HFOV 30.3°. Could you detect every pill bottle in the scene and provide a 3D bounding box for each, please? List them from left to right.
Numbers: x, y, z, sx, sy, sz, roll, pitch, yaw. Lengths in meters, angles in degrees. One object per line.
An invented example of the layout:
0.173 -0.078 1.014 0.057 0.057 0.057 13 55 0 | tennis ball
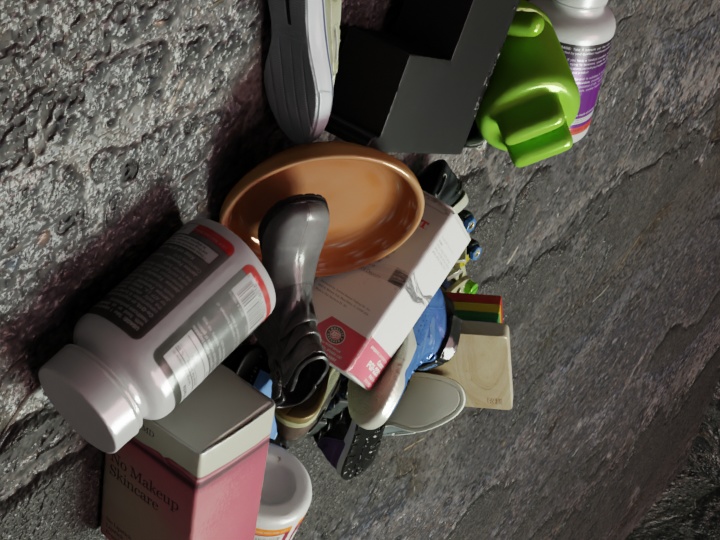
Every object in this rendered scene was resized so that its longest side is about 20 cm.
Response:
-0.178 0.057 1.168 0.200 0.113 0.114 -45 151 -28 | pill bottle
-0.133 0.290 1.480 0.109 0.109 0.201 -32 157 -45 | pill bottle
0.242 -0.259 1.610 0.112 0.112 0.201 -34 145 -42 | pill bottle

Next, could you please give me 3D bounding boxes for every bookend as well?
0.054 -0.224 1.324 0.199 0.092 0.200 -8 122 -58 | bookend

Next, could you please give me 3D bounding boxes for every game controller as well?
-0.110 0.147 1.477 0.105 0.042 0.200 -58 156 -5 | game controller

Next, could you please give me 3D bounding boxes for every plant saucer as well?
-0.038 -0.061 1.278 0.198 0.038 0.201 -8 149 -5 | plant saucer

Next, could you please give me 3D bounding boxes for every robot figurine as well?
0.170 -0.213 1.456 0.115 0.201 0.176 -22 144 11 | robot figurine

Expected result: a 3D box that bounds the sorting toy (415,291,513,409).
0.087 0.090 1.629 0.200 0.197 0.070 76 21 -59 | sorting toy

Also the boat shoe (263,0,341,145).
-0.043 -0.205 1.189 0.062 0.072 0.201 -36 143 -36 | boat shoe

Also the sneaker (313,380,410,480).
-0.009 0.152 1.597 0.075 0.088 0.201 -13 135 -46 | sneaker

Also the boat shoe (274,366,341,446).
-0.057 0.111 1.469 0.200 0.073 0.065 -61 172 -51 | boat shoe

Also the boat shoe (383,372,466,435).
0.050 0.169 1.655 0.062 0.199 0.074 1 74 -59 | boat shoe

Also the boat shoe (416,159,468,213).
0.044 -0.065 1.511 0.199 0.074 0.067 -33 116 -30 | boat shoe

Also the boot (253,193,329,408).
-0.055 0.033 1.251 0.069 0.132 0.201 -7 145 -19 | boot

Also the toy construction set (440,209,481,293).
0.096 -0.007 1.651 0.131 0.092 0.200 -49 164 -20 | toy construction set

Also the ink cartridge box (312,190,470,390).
0.000 0.000 1.398 0.201 0.145 0.085 -56 153 -6 | ink cartridge box

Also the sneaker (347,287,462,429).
0.055 0.097 1.457 0.111 0.076 0.201 42 51 -39 | sneaker

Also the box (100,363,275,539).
-0.173 0.196 1.310 0.109 0.127 0.201 -32 143 -44 | box

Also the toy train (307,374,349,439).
-0.032 0.148 1.545 0.034 0.046 0.200 7 151 -23 | toy train

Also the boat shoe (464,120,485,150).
0.117 -0.165 1.527 0.199 0.071 0.073 -12 127 -58 | boat shoe
